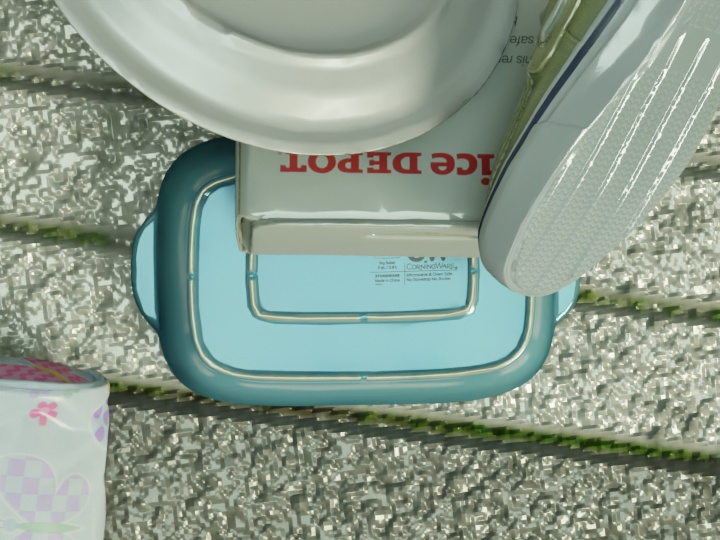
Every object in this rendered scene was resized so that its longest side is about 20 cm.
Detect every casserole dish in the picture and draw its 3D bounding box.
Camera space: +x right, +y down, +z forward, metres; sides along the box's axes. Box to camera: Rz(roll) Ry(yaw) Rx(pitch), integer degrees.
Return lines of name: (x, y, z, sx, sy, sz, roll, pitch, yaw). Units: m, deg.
casserole dish: (0.000, 0.000, 0.808, 0.198, 0.039, 0.122, -1, 94, -5)

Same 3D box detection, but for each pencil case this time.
pencil case: (-0.155, 0.134, 0.783, 0.090, 0.083, 0.202, 5, 93, -26)

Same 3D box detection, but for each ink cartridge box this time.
ink cartridge box: (0.021, -0.108, 0.756, 0.145, 0.083, 0.202, 1, 80, -4)

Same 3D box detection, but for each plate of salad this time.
plate of salad: (-0.034, -0.130, 0.681, 0.199, 0.048, 0.201, 10, 65, -21)

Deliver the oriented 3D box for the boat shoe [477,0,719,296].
boat shoe: (0.096, -0.085, 0.668, 0.072, 0.062, 0.201, 13, 113, -48)
